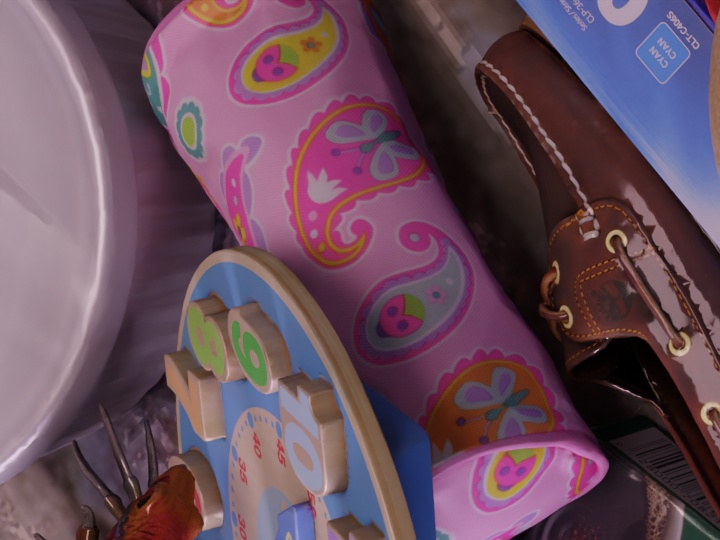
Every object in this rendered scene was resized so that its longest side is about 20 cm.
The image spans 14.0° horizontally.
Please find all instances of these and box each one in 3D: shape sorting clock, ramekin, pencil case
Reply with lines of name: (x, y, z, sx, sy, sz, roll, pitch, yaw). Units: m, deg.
shape sorting clock: (-0.020, 0.092, 0.857, 0.200, 0.039, 0.201, 44, 141, 51)
ramekin: (-0.139, -0.022, 1.009, 0.201, 0.094, 0.204, 3, 96, 32)
pencil case: (0.000, 0.000, 0.908, 0.087, 0.087, 0.201, -40, 60, 28)

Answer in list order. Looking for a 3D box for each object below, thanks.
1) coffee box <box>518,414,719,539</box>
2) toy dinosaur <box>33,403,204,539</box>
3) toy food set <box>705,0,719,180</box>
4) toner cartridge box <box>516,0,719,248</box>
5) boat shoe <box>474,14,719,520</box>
coffee box: (0.122, 0.150, 0.891, 0.200, 0.044, 0.123, 40, 112, 23)
toy dinosaur: (-0.072, 0.117, 0.934, 0.200, 0.105, 0.181, 49, 165, -16)
toy food set: (0.184, -0.050, 0.756, 0.197, 0.049, 0.201, 2, 79, 13)
toner cartridge box: (0.112, -0.052, 0.851, 0.043, 0.095, 0.200, -47, 70, 26)
boat shoe: (0.090, 0.010, 0.871, 0.070, 0.070, 0.200, -37, 67, 0)
